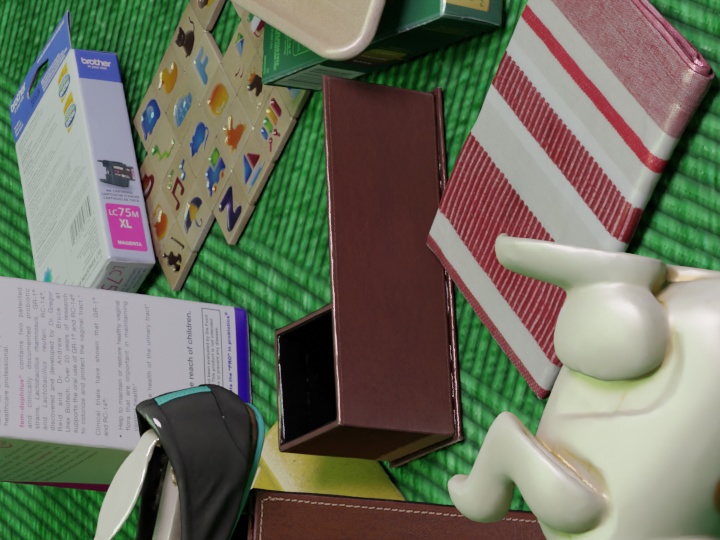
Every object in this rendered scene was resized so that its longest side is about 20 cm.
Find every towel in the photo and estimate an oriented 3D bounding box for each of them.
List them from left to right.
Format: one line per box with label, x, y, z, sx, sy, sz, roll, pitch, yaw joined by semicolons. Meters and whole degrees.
towel;0.104;-0.055;1.497;0.144;0.023;0.201;56;132;45

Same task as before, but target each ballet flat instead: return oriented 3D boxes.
ballet flat;-0.098;0.148;1.353;0.068;0.068;0.201;19;101;58

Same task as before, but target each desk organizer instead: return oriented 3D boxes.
desk organizer;0.000;0.000;1.603;0.072;0.077;0.201;-27;61;54

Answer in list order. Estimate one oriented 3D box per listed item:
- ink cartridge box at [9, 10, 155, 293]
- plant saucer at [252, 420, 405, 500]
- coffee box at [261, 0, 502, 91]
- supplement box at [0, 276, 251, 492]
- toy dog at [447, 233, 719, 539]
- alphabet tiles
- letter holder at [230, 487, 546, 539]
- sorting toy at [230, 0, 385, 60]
ink cartridge box;-0.187;-0.059;1.957;0.119;0.042;0.201;-52;44;48
plant saucer;-0.037;0.197;1.652;0.200;0.048;0.201;52;128;51
coffee box;0.012;-0.177;1.651;0.200;0.044;0.124;-17;68;57
supplement box;-0.175;0.071;1.759;0.101;0.199;0.104;-28;61;53
toy dog;0.139;0.097;1.325;0.193;0.139;0.201;10;90;22
alphabet tiles;-0.093;-0.094;1.846;0.201;0.008;0.167;-62;37;31
letter holder;0.008;0.187;1.432;0.100;0.199;0.143;-14;72;57
sorting toy;-0.005;-0.226;1.623;0.185;0.036;0.201;36;107;58
